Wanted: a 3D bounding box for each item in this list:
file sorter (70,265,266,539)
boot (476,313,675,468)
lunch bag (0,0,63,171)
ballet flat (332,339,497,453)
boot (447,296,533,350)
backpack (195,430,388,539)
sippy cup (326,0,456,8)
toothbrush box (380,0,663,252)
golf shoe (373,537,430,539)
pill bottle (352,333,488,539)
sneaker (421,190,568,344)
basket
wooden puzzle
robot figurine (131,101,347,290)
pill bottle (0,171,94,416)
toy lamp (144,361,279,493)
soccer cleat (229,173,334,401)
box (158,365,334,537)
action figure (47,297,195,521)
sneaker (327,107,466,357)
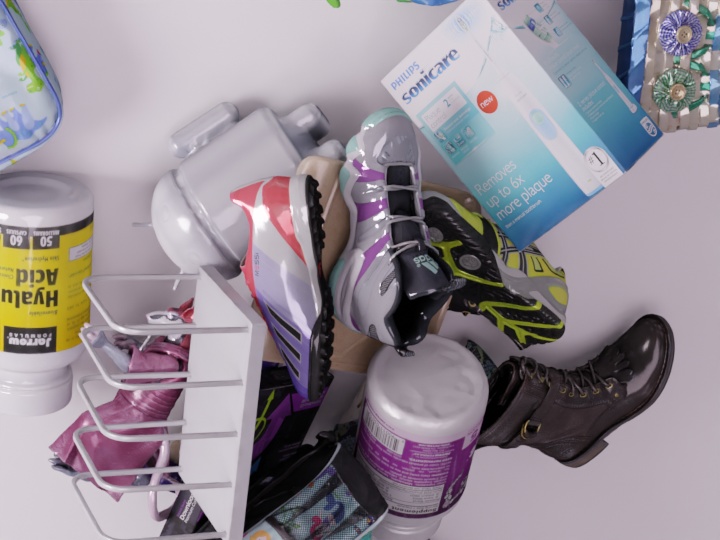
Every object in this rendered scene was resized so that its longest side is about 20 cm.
[{"bbox_3d":[-0.169,0.114,1.423,0.124,0.139,0.201,-2,111,-24],"label":"file sorter"},{"bbox_3d":[0.199,0.111,1.631,0.174,0.069,0.201,21,109,-45],"label":"boot"},{"bbox_3d":[-0.363,-0.146,1.447,0.199,0.083,0.161,-28,113,1],"label":"lunch bag"},{"bbox_3d":[0.038,0.127,1.650,0.199,0.074,0.075,-25,114,-3],"label":"ballet flat"},{"bbox_3d":[0.061,0.033,1.605,0.150,0.073,0.200,-41,109,5],"label":"boot"},{"bbox_3d":[-0.077,0.262,1.516,0.199,0.177,0.151,-32,88,-22],"label":"backpack"},{"bbox_3d":[0.054,-0.286,1.449,0.139,0.130,0.179,24,105,-18],"label":"sippy cup"},{"bbox_3d":[0.140,-0.143,1.477,0.200,0.085,0.146,52,134,0],"label":"toothbrush box"},{"bbox_3d":[0.047,0.282,1.698,0.199,0.078,0.095,16,107,-18],"label":"golf shoe"},{"bbox_3d":[0.049,0.161,1.548,0.111,0.113,0.201,-2,137,-11],"label":"pill bottle"},{"bbox_3d":[0.113,-0.013,1.528,0.075,0.077,0.200,-19,132,39],"label":"sneaker"},{"bbox_3d":[0.237,-0.206,1.514,0.198,0.139,0.178,3,112,9],"label":"basket"},{"bbox_3d":[0.000,0.000,1.511,0.199,0.037,0.186,12,102,-37],"label":"wooden puzzle"},{"bbox_3d":[-0.104,-0.067,1.512,0.199,0.113,0.170,-33,75,3],"label":"robot figurine"},{"bbox_3d":[-0.295,0.022,1.510,0.110,0.111,0.201,1,111,-11],"label":"pill bottle"},{"bbox_3d":[-0.135,0.119,1.610,0.058,0.058,0.200,34,101,-21],"label":"toy lamp"},{"bbox_3d":[-0.064,0.016,1.425,0.073,0.068,0.201,-2,113,8],"label":"soccer cleat"},{"bbox_3d":[-0.110,0.184,1.603,0.036,0.143,0.201,33,108,23],"label":"box"},{"bbox_3d":[-0.192,0.116,1.530,0.149,0.134,0.201,38,105,9],"label":"action figure"},{"bbox_3d":[0.043,-0.026,1.414,0.077,0.140,0.201,-9,116,-33],"label":"sneaker"}]
